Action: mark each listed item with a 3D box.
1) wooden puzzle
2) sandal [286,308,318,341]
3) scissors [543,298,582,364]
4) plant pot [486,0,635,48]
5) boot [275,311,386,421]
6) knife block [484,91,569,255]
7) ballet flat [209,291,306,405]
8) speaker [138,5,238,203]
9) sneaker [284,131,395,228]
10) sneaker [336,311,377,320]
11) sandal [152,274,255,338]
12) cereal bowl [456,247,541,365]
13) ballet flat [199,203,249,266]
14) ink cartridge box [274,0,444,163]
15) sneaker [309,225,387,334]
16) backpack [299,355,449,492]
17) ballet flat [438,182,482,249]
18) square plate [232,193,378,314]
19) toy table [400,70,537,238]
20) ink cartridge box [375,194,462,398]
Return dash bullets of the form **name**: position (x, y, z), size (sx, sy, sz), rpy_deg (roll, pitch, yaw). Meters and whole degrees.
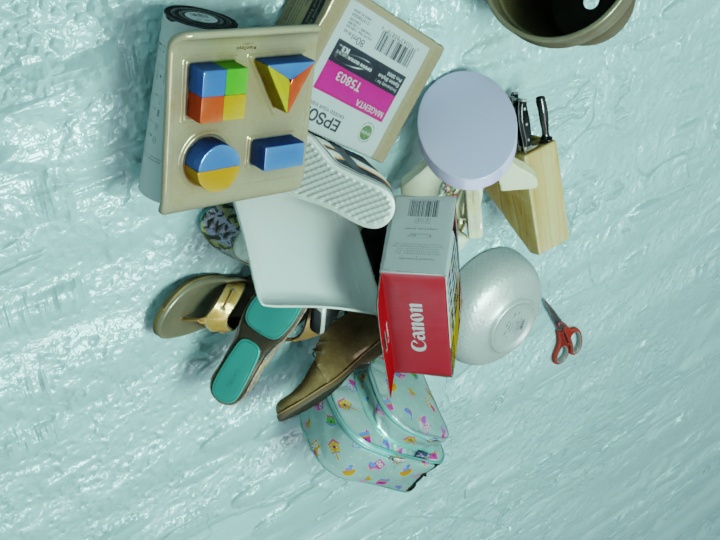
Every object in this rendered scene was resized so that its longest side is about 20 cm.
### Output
- **wooden puzzle**: position (-0.119, -0.154, 1.050), size (0.184, 0.046, 0.202), rpy_deg (-15, 128, -39)
- **sandal**: position (-0.060, 0.056, 1.349), size (0.199, 0.055, 0.082), rpy_deg (-37, 163, -22)
- **scissors**: position (0.364, 0.097, 1.808), size (0.073, 0.014, 0.201), rpy_deg (-35, 135, -14)
- **plant pot**: position (0.275, -0.370, 1.283), size (0.201, 0.199, 0.173), rpy_deg (-61, 155, 11)
- **boot**: position (-0.047, 0.127, 1.360), size (0.199, 0.076, 0.074), rpy_deg (-37, 176, -24)
- **knife block**: position (0.242, -0.146, 1.407), size (0.064, 0.201, 0.176), rpy_deg (-26, 163, -25)
- **ballet flat**: position (-0.124, 0.078, 1.264), size (0.201, 0.068, 0.067), rpy_deg (-53, 175, 9)
- **speaker**: position (-0.186, -0.171, 1.070), size (0.081, 0.081, 0.202), rpy_deg (-7, 122, -38)
- **sneaker**: position (-0.050, -0.120, 1.214), size (0.199, 0.080, 0.079), rpy_deg (32, 107, -12)
- **sneaker**: position (0.033, 0.036, 1.418), size (0.080, 0.075, 0.201), rpy_deg (10, 112, -46)
- **sandal**: position (-0.166, 0.048, 1.263), size (0.199, 0.054, 0.081), rpy_deg (-6, 124, -40)
- **cereal bowl**: position (0.217, 0.069, 1.603), size (0.199, 0.083, 0.202), rpy_deg (-22, 130, -29)
- **ballet flat**: position (-0.112, -0.026, 1.249), size (0.200, 0.072, 0.072), rpy_deg (29, 98, -48)
- **ink cartridge box**: position (-0.017, -0.237, 1.180), size (0.199, 0.075, 0.166), rpy_deg (17, 105, -47)
- **sneaker**: position (0.000, 0.000, 1.300), size (0.072, 0.082, 0.201), rpy_deg (105, 9, -63)
- **backpack**: position (0.017, 0.216, 1.450), size (0.199, 0.177, 0.154), rpy_deg (11, 131, -34)
- **ballet flat**: position (0.133, -0.075, 1.437), size (0.075, 0.064, 0.202), rpy_deg (-5, 122, -39)
- **square plate**: position (-0.072, -0.036, 1.209), size (0.199, 0.200, 0.028), rpy_deg (6, 148, -44)
- **toy table**: position (0.141, -0.150, 1.310), size (0.118, 0.182, 0.201), rpy_deg (82, 16, -49)
- **ink cartridge box**: position (0.077, 0.039, 1.257), size (0.201, 0.083, 0.177), rpy_deg (80, 17, -48)
